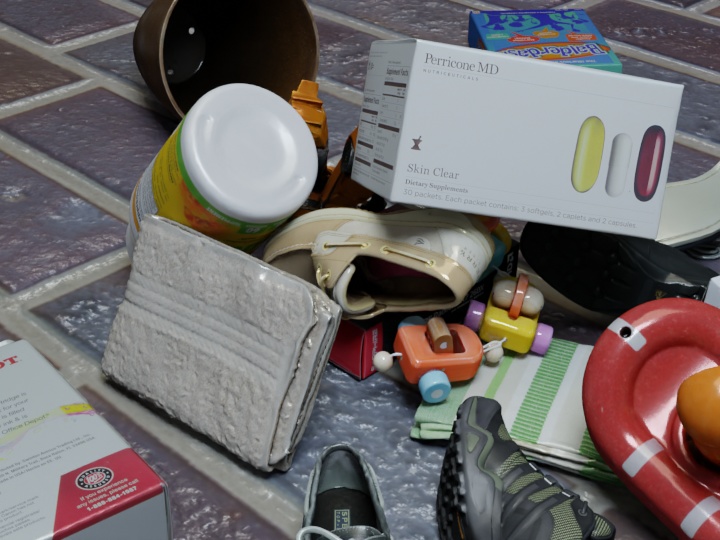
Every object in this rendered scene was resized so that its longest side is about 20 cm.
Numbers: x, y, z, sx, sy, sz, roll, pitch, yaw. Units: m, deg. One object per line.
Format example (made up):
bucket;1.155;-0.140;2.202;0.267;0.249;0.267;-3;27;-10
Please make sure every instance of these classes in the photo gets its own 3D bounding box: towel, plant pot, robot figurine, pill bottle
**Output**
towel;0.151;0.099;0.936;0.197;0.024;0.153;10;31;19
plant pot;-0.173;-0.243;1.392;0.185;0.189;0.199;-18;20;-28
towel;-0.108;0.049;0.915;0.199;0.134;0.034;22;7;34
robot figurine;-0.034;-0.088;1.100;0.143;0.200;0.059;10;67;-13
pill bottle;-0.123;-0.057;1.024;0.110;0.200;0.113;11;65;-24

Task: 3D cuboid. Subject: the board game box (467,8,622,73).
board game box;0.220;-0.265;1.537;0.150;0.046;0.201;-2;31;-5

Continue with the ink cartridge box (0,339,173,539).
ink cartridge box;-0.229;0.141;0.796;0.145;0.084;0.199;-21;36;-32

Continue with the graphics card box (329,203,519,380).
graphics card box;0.026;0.008;1.061;0.125;0.051;0.199;28;39;37

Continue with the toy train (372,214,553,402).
toy train;0.072;0.008;0.975;0.148;0.056;0.201;1;43;-16

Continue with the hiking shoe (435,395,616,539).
hiking shoe;0.105;0.161;0.792;0.099;0.076;0.201;5;38;-8

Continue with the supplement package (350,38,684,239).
supplement package;0.108;-0.100;0.931;0.197;0.113;0.156;7;8;-12

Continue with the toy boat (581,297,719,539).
toy boat;0.224;0.095;0.780;0.130;0.131;0.200;-42;57;-5

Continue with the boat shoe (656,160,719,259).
boat shoe;0.310;-0.053;1.152;0.199;0.062;0.075;-32;58;-29

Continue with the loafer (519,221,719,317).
loafer;0.222;0.005;1.030;0.198;0.069;0.070;22;15;0

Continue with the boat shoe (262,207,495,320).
boat shoe;0.000;0.000;0.930;0.198;0.074;0.070;-7;41;36

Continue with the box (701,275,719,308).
box;0.367;0.067;0.902;0.198;0.098;0.177;-15;42;-24

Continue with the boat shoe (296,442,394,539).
boat shoe;-0.006;0.180;0.746;0.072;0.069;0.200;1;30;1
